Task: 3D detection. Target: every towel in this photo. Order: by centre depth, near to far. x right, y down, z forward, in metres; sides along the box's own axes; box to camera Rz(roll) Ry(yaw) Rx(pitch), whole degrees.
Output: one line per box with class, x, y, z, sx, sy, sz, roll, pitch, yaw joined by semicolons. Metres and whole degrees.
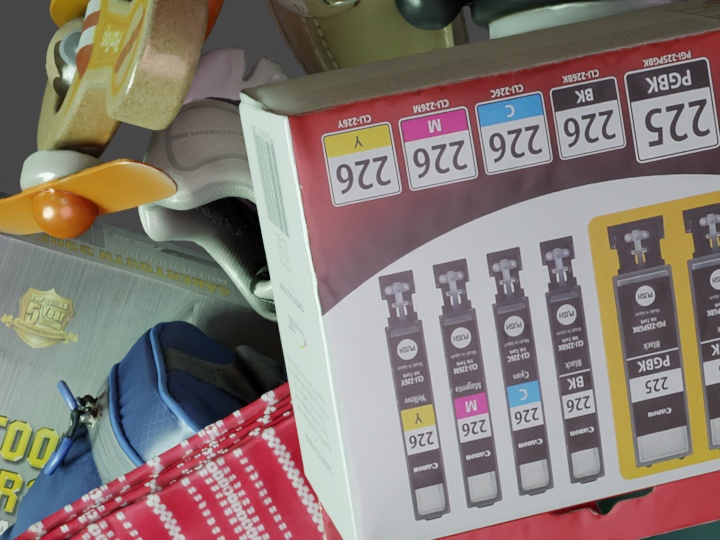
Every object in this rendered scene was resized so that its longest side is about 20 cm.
towel;-0.012;0.111;0.679;0.199;0.022;0.146;-29;104;-7

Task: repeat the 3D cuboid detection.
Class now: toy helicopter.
toy helicopter;-0.087;-0.067;0.695;0.078;0.200;0.133;19;92;-17

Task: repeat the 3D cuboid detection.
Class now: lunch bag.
lunch bag;-0.038;0.108;0.757;0.199;0.136;0.133;37;97;-16

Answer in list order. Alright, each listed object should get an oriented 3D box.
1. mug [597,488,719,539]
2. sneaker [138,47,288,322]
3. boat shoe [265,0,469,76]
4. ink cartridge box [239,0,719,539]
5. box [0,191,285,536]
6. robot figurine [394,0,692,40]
mug;0.169;0.095;0.836;0.150;0.185;0.116;10;86;-5
sneaker;0.000;0.000;0.786;0.199;0.081;0.075;31;131;-11
boat shoe;-0.008;-0.127;0.756;0.072;0.065;0.201;-21;115;1
ink cartridge box;0.078;0.015;0.630;0.198;0.084;0.177;-12;103;-10
box;-0.122;0.060;0.826;0.198;0.048;0.160;17;110;-16
robot figurine;0.097;-0.133;0.724;0.149;0.124;0.202;-2;89;29
